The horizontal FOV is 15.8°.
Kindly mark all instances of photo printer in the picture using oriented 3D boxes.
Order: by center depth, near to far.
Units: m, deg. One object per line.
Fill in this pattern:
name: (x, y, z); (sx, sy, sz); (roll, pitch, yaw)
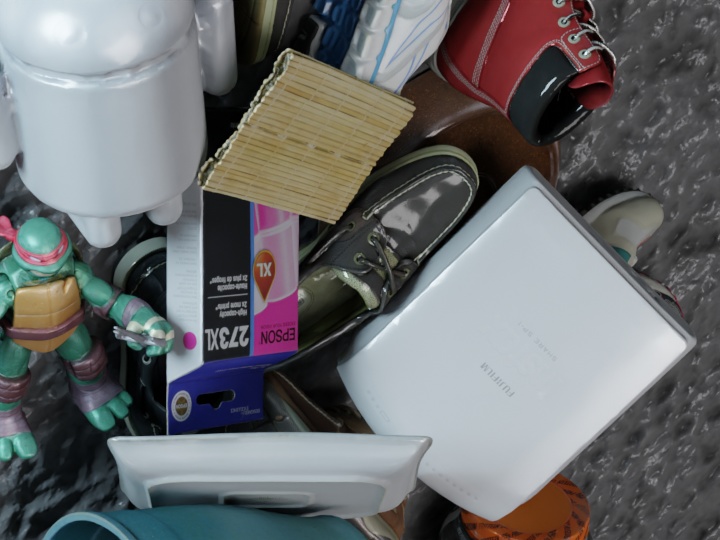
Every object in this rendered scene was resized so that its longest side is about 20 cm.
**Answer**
photo printer: (0.096, 0.056, 1.714); (0.200, 0.069, 0.166); (-43, 99, 10)

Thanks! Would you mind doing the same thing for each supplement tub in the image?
supplement tub: (0.111, 0.254, 1.974); (0.122, 0.122, 0.201); (-15, 129, -31)

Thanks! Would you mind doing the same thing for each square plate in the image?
square plate: (-0.059, 0.135, 1.664); (0.199, 0.029, 0.198); (0, 165, -2)

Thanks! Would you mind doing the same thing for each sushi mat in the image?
sushi mat: (-0.030, -0.078, 1.563); (0.096, 0.012, 0.200); (-53, 159, 10)

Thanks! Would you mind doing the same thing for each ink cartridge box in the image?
ink cartridge box: (-0.079, -0.001, 1.600); (0.094, 0.037, 0.201); (-6, 100, -53)

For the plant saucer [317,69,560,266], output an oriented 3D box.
plant saucer: (0.063, -0.050, 1.760); (0.200, 0.034, 0.201); (-23, 135, -26)

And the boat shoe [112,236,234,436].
boat shoe: (-0.111, 0.071, 1.683); (0.074, 0.066, 0.200); (-24, 134, -24)

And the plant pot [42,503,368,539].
plant pot: (-0.084, 0.236, 1.654); (0.187, 0.200, 0.201); (-10, 127, -35)

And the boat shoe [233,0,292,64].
boat shoe: (-0.044, -0.215, 1.498); (0.066, 0.072, 0.202); (-14, 125, -29)

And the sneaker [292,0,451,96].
sneaker: (0.030, -0.181, 1.608); (0.086, 0.075, 0.201); (-3, 132, -46)

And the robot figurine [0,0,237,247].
robot figurine: (-0.147, -0.111, 1.472); (0.169, 0.113, 0.201); (-23, 134, -23)

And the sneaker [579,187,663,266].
sneaker: (0.157, 0.020, 1.820); (0.199, 0.093, 0.070); (-31, 161, -35)

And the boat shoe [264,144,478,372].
boat shoe: (-0.001, 0.000, 1.683); (0.200, 0.066, 0.072); (-37, 123, 12)

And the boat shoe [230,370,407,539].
boat shoe: (-0.027, 0.128, 1.808); (0.200, 0.075, 0.072); (57, 46, -40)

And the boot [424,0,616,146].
boot: (0.138, -0.181, 1.633); (0.072, 0.144, 0.201); (23, 102, -44)

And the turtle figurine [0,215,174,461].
turtle figurine: (-0.188, 0.032, 1.561); (0.149, 0.101, 0.200); (-4, 145, -7)

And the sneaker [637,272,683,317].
sneaker: (0.159, 0.055, 1.893); (0.199, 0.075, 0.081); (-11, 128, -35)
